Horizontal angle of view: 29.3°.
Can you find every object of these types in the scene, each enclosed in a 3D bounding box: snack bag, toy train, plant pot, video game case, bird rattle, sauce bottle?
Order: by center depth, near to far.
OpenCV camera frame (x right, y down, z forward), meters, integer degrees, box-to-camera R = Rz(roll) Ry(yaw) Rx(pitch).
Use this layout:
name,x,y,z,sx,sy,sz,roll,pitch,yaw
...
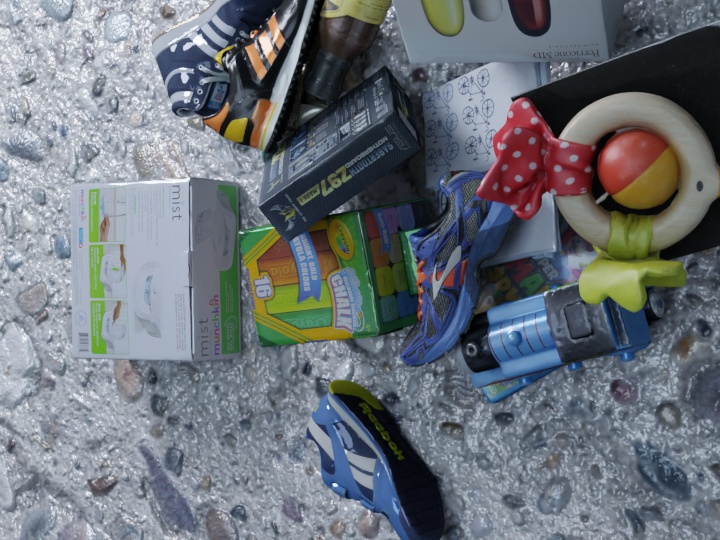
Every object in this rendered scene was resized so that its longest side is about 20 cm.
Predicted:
name,x,y,z,sx,sy,sz,roll,pitch,yaw
bird rattle,0.202,-0.072,1.105,0.163,0.113,0.200,-41,80,22
plant pot,0.277,-0.109,1.193,0.199,0.200,0.178,-17,95,29
toy train,0.176,0.055,1.266,0.200,0.114,0.087,-17,81,30
snack bag,0.121,-0.097,1.321,0.189,0.021,0.200,-14,77,57
video game case,0.176,0.023,1.343,0.200,0.018,0.143,-33,73,27
sauce bottle,-0.003,-0.266,1.378,0.065,0.065,0.200,34,111,26

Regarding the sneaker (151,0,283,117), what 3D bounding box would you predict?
name,x,y,z,sx,sy,sz,roll,pitch,yaw
sneaker,-0.142,-0.235,1.500,0.200,0.070,0.109,-23,74,36

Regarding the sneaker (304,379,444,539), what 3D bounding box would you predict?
name,x,y,z,sx,sy,sz,roll,pitch,yaw
sneaker,0.013,0.209,1.413,0.082,0.074,0.200,-48,61,24

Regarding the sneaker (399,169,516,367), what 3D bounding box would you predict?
name,x,y,z,sx,sy,sz,roll,pitch,yaw
sneaker,0.075,-0.005,1.271,0.078,0.075,0.200,20,100,-8

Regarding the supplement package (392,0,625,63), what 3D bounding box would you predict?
name,x,y,z,sx,sy,sz,roll,pitch,yaw
supplement package,0.125,-0.302,1.196,0.191,0.200,0.147,2,48,22

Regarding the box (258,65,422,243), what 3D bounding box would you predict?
name,x,y,z,sx,sy,sz,roll,pitch,yaw
box,-0.021,-0.117,1.344,0.158,0.200,0.051,-34,107,10

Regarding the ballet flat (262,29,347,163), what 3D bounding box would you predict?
name,x,y,z,sx,sy,sz,roll,pitch,yaw
ballet flat,-0.052,-0.200,1.456,0.075,0.068,0.200,12,94,17

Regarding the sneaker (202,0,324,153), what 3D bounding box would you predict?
name,x,y,z,sx,sy,sz,roll,pitch,yaw
sneaker,-0.099,-0.225,1.397,0.090,0.070,0.200,17,89,2

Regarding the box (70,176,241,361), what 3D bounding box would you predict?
name,x,y,z,sx,sy,sz,roll,pitch,yaw
box,-0.230,0.000,1.540,0.176,0.097,0.200,-2,89,30

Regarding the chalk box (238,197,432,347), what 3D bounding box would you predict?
name,x,y,z,sx,sy,sz,roll,pitch,yaw
chalk box,0.000,0.000,1.367,0.200,0.124,0.125,-9,93,38
